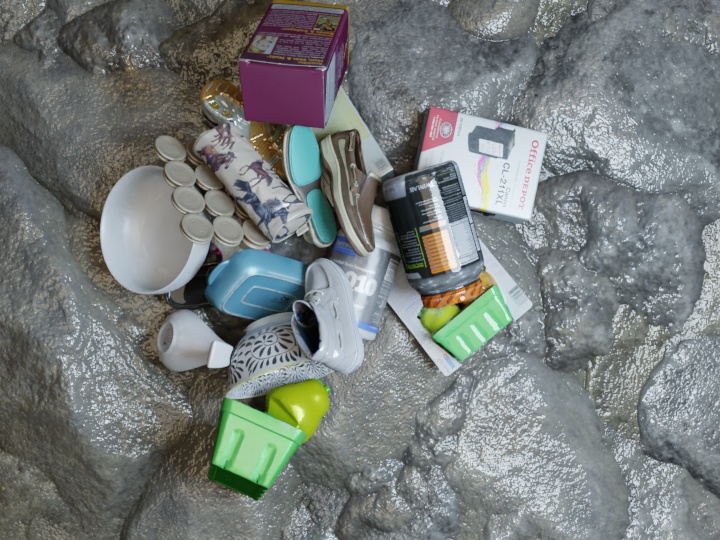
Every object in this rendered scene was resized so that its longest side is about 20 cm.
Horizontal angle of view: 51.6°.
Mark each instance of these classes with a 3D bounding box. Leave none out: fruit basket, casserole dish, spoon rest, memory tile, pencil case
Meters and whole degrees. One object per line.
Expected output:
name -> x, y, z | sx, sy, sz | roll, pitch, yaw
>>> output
fruit basket -> 0.149, 0.038, 1.221 | 0.185, 0.094, 0.201 | -40, 72, 6
casserole dish -> -0.147, 0.033, 1.155 | 0.121, 0.199, 0.039 | -46, 54, 21
spoon rest -> -0.258, 0.117, 1.160 | 0.060, 0.199, 0.101 | 17, 85, -40
memory tile -> -0.221, -0.117, 1.121 | 0.152, 0.017, 0.202 | 1, 54, -41
fruit basket -> -0.143, 0.240, 1.156 | 0.154, 0.216, 0.218 | 24, 89, -3
pencil case -> -0.157, -0.130, 1.111 | 0.078, 0.089, 0.200 | -44, 84, 18

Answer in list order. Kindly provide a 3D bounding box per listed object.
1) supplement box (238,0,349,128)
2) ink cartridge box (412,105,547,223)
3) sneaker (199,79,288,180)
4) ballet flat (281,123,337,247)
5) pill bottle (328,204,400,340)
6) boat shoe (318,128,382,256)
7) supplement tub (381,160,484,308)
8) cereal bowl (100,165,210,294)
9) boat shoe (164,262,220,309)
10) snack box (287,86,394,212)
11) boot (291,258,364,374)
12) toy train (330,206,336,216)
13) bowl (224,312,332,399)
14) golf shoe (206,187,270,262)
supplement box -> -0.094, -0.318, 1.134 | 0.129, 0.201, 0.104 | 8, 135, 6
ink cartridge box -> 0.190, -0.170, 1.217 | 0.197, 0.083, 0.148 | 12, 89, -2
sneaker -> -0.174, -0.220, 1.200 | 0.200, 0.088, 0.076 | 45, 71, -4
ballet flat -> -0.090, -0.131, 1.154 | 0.067, 0.062, 0.203 | -23, 108, -35
pill bottle -> 0.000, 0.000, 1.191 | 0.112, 0.114, 0.203 | 18, 86, -3
boat shoe -> -0.004, -0.124, 1.119 | 0.074, 0.075, 0.205 | -21, 73, 14
supplement tub -> 0.113, -0.053, 1.118 | 0.121, 0.123, 0.203 | -16, 96, -3
cereal bowl -> -0.311, -0.062, 1.176 | 0.198, 0.083, 0.203 | 0, 90, 27
boat shoe -> -0.224, 0.021, 1.206 | 0.197, 0.068, 0.073 | -10, 92, -1
snack box -> -0.045, -0.210, 1.208 | 0.115, 0.037, 0.201 | -30, 78, -3
boot -> -0.059, 0.051, 1.080 | 0.073, 0.095, 0.201 | -38, 51, 21
toy train -> -0.100, -0.101, 1.226 | 0.198, 0.042, 0.057 | -18, 81, -3
bowl -> -0.125, 0.124, 1.159 | 0.198, 0.201, 0.095 | -17, 75, -3
golf shoe -> -0.220, -0.083, 1.186 | 0.091, 0.075, 0.201 | -36, 65, 15
